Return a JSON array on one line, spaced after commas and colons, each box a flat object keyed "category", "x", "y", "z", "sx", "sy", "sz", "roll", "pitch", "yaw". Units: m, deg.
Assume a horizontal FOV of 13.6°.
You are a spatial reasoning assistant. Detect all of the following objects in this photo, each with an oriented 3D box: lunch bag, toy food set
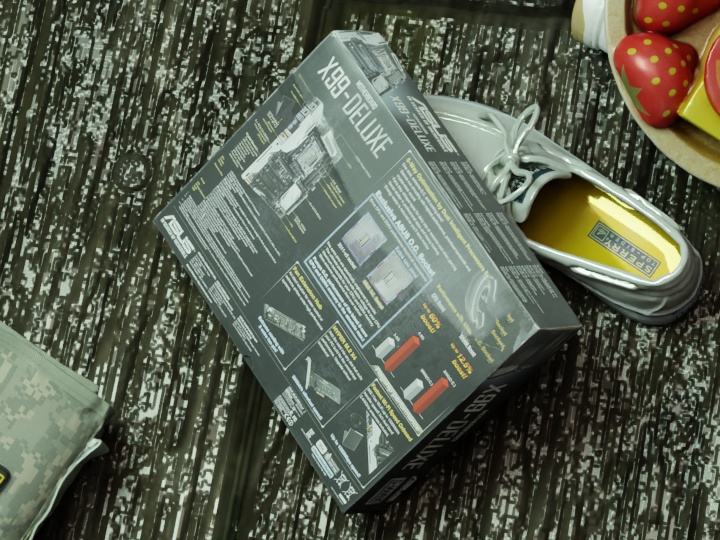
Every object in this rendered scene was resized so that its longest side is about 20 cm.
[{"category": "lunch bag", "x": -0.248, "y": 0.085, "z": 1.597, "sx": 0.199, "sy": 0.118, "sz": 0.164, "roll": 33, "pitch": 83, "yaw": 11}, {"category": "toy food set", "x": 0.227, "y": -0.136, "z": 1.587, "sx": 0.197, "sy": 0.049, "sz": 0.201, "roll": 31, "pitch": 88, "yaw": -8}]

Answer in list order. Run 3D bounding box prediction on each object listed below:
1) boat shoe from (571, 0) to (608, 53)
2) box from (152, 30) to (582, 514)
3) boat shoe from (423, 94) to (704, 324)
[{"category": "boat shoe", "x": 0.190, "y": -0.199, "z": 1.638, "sx": 0.069, "sy": 0.071, "sz": 0.201, "roll": 29, "pitch": 89, "yaw": 16}, {"category": "box", "x": 0.000, "y": 0.000, "z": 1.578, "sx": 0.158, "sy": 0.050, "sz": 0.200, "roll": -45, "pitch": 68, "yaw": 26}, {"category": "boat shoe", "x": 0.089, "y": -0.041, "z": 1.594, "sx": 0.201, "sy": 0.086, "sz": 0.075, "roll": 33, "pitch": 80, "yaw": 17}]
